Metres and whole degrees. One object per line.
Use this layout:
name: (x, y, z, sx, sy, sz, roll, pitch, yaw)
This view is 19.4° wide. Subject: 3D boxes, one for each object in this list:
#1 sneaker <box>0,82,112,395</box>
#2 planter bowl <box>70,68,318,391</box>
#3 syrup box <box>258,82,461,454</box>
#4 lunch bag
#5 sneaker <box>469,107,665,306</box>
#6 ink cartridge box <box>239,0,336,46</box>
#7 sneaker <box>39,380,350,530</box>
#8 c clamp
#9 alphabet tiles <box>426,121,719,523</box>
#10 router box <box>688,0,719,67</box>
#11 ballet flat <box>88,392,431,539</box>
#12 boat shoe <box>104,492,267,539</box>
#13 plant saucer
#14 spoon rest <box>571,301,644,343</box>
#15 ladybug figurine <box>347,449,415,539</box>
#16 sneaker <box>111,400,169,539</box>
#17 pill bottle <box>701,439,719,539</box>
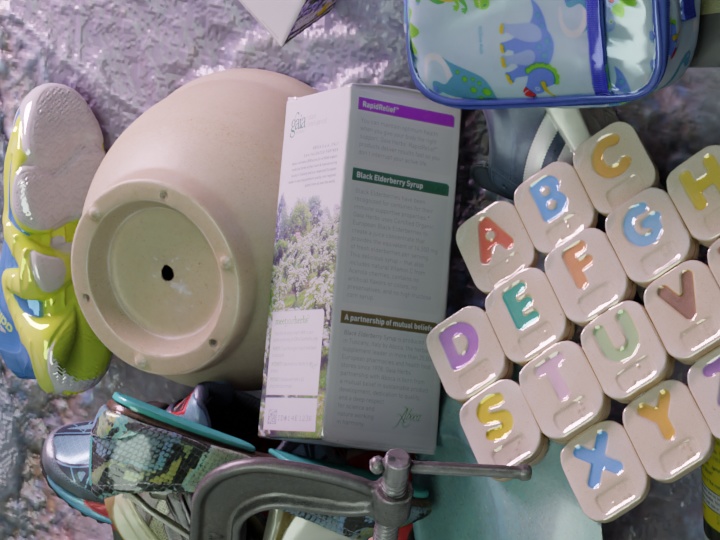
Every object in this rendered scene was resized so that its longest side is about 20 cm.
sneaker: (-0.217, -0.018, 1.381, 0.105, 0.075, 0.202, -7, 83, 49)
planter bowl: (-0.092, -0.012, 1.284, 0.198, 0.135, 0.202, 8, 108, 25)
syrup box: (0.000, 0.000, 1.200, 0.079, 0.081, 0.202, -5, 78, 59)
lunch bag: (0.099, -0.187, 1.103, 0.159, 0.082, 0.202, 4, 105, 27)
sneaker: (0.116, -0.047, 1.202, 0.084, 0.075, 0.201, -32, 79, 27)
ink cartridge box: (-0.038, -0.226, 1.191, 0.109, 0.050, 0.200, 48, 149, 7)
sneaker: (-0.101, 0.100, 1.274, 0.198, 0.080, 0.096, 2, 130, 11)
c clamp: (-0.013, 0.162, 1.142, 0.169, 0.027, 0.201, 11, 134, -5)
alphabet tiles: (0.131, 0.023, 1.109, 0.199, 0.015, 0.197, -34, 57, 17)
router box: (0.223, -0.190, 1.115, 0.198, 0.052, 0.159, 1, 105, 27)
ballet flat: (-0.059, 0.126, 1.174, 0.198, 0.074, 0.075, 18, 116, -12)
boat shoe: (-0.063, 0.180, 1.226, 0.065, 0.073, 0.200, -35, 108, 33)
plant saucer: (0.069, 0.141, 1.179, 0.201, 0.038, 0.203, -157, 64, -62)
spoon rest: (0.108, 0.089, 1.211, 0.060, 0.100, 0.201, 23, 134, 4)
ladybug figurine: (-0.004, 0.199, 1.313, 0.135, 0.072, 0.201, 26, 99, 7)
sneaker: (-0.107, 0.183, 1.385, 0.113, 0.076, 0.201, 10, 112, 22)
pill bottle: (0.240, 0.062, 1.145, 0.111, 0.112, 0.202, 3, 106, 26)
